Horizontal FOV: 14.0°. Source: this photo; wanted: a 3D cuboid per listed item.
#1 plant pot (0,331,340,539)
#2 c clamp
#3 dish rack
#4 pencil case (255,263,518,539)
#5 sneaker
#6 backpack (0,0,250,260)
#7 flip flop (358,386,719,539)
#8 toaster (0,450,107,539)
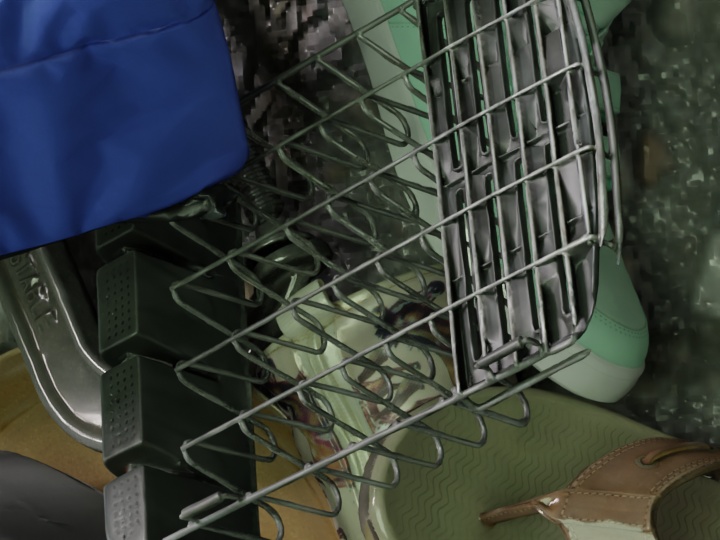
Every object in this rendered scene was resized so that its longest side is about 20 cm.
[{"bbox_3d":[-0.081,0.120,1.010,0.200,0.027,0.201,1,94,23],"label":"plant pot"},{"bbox_3d":[-0.068,-0.047,0.979,0.171,0.027,0.200,-28,70,23],"label":"c clamp"},{"bbox_3d":[0.000,0.000,0.848,0.200,0.055,0.154,-29,53,33],"label":"dish rack"},{"bbox_3d":[0.031,0.097,0.926,0.078,0.089,0.200,-23,82,21],"label":"pencil case"},{"bbox_3d":[0.067,-0.067,0.905,0.118,0.074,0.201,-30,75,25],"label":"sneaker"},{"bbox_3d":[-0.157,-0.089,0.842,0.200,0.168,0.163,-20,39,-9],"label":"backpack"},{"bbox_3d":[0.098,0.083,0.871,0.200,0.058,0.081,20,65,-1],"label":"flip flop"},{"bbox_3d":[-0.104,0.133,0.935,0.200,0.129,0.114,28,104,21],"label":"toaster"}]
